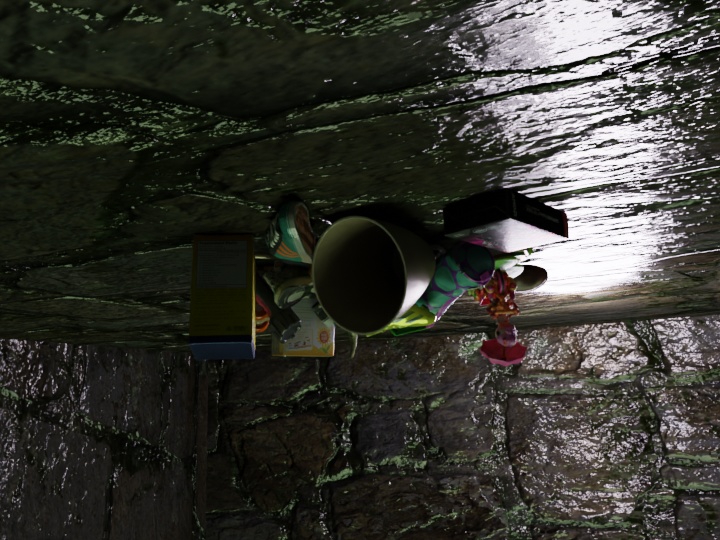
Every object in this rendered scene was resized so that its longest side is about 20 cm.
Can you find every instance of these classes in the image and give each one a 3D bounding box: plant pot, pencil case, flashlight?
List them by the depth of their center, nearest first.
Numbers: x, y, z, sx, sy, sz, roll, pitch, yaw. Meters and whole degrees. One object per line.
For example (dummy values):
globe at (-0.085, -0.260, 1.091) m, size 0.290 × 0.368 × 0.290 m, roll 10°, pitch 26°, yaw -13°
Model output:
plant pot at (0.047, -0.002, 1.044) m, size 0.185 × 0.191 × 0.199 m, roll -10°, pitch -179°, yaw 34°
pencil case at (0.165, 0.026, 1.135) m, size 0.084 × 0.094 × 0.200 m, roll -10°, pitch 158°, yaw -31°
flashlight at (-0.202, 0.063, 1.232) m, size 0.067 × 0.200 × 0.068 m, roll -33°, pitch 153°, yaw -20°

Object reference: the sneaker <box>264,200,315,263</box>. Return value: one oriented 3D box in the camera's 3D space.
sneaker at (-0.120, -0.055, 0.967) m, size 0.078 × 0.073 × 0.200 m, roll 2°, pitch 164°, yaw 2°

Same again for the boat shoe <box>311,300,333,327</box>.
boat shoe at (-0.018, 0.031, 1.274) m, size 0.200 × 0.064 × 0.071 m, roll -44°, pitch -171°, yaw -1°

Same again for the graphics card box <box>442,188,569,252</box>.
graphics card box at (0.240, -0.076, 0.984) m, size 0.124 × 0.052 × 0.198 m, roll -12°, pitch 164°, yaw 42°

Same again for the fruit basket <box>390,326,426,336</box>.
fruit basket at (0.081, 0.088, 1.469) m, size 0.213 × 0.157 × 0.216 m, roll -30°, pitch -179°, yaw 1°

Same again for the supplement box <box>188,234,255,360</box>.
supplement box at (-0.243, 0.049, 1.082) m, size 0.106 × 0.204 × 0.110 m, roll 0°, pitch 158°, yaw -8°

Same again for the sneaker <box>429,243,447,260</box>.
sneaker at (0.148, 0.002, 1.243) m, size 0.073 × 0.089 × 0.199 m, roll -9°, pitch 166°, yaw 31°

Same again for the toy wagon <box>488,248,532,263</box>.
toy wagon at (0.263, -0.029, 1.179) m, size 0.152 × 0.040 × 0.200 m, roll -7°, pitch 165°, yaw -24°

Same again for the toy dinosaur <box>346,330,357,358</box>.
toy dinosaur at (-0.015, 0.085, 1.232) m, size 0.086 × 0.203 × 0.048 m, roll -16°, pitch -154°, yaw 10°

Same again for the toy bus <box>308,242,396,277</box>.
toy bus at (0.000, 0.000, 1.171) m, size 0.197 × 0.066 × 0.078 m, roll 14°, pitch -170°, yaw -24°

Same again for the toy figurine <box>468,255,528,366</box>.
toy figurine at (0.277, 0.091, 1.181) m, size 0.147 × 0.188 × 0.200 m, roll -11°, pitch 163°, yaw -5°

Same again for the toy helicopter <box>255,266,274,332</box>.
toy helicopter at (-0.184, 0.037, 1.338) m, size 0.197 × 0.133 × 0.079 m, roll -24°, pitch 158°, yaw -21°

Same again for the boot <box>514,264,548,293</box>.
boot at (0.312, 0.009, 1.365) m, size 0.185 × 0.070 × 0.199 m, roll 6°, pitch 178°, yaw 30°

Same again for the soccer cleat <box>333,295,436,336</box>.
soccer cleat at (0.042, 0.087, 1.130) m, size 0.196 × 0.085 × 0.065 m, roll 10°, pitch 169°, yaw 4°

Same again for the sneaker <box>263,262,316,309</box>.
sneaker at (-0.121, 0.009, 1.230) m, size 0.077 × 0.089 × 0.199 m, roll -52°, pitch 162°, yaw 26°

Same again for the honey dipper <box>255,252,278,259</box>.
honey dipper at (-0.141, -0.024, 1.197) m, size 0.196 × 0.039 × 0.038 m, roll 1°, pitch 168°, yaw -10°

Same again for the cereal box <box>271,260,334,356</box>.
cereal box at (-0.120, 0.082, 1.298) m, size 0.142 × 0.205 × 0.039 m, roll 7°, pitch 170°, yaw -37°
